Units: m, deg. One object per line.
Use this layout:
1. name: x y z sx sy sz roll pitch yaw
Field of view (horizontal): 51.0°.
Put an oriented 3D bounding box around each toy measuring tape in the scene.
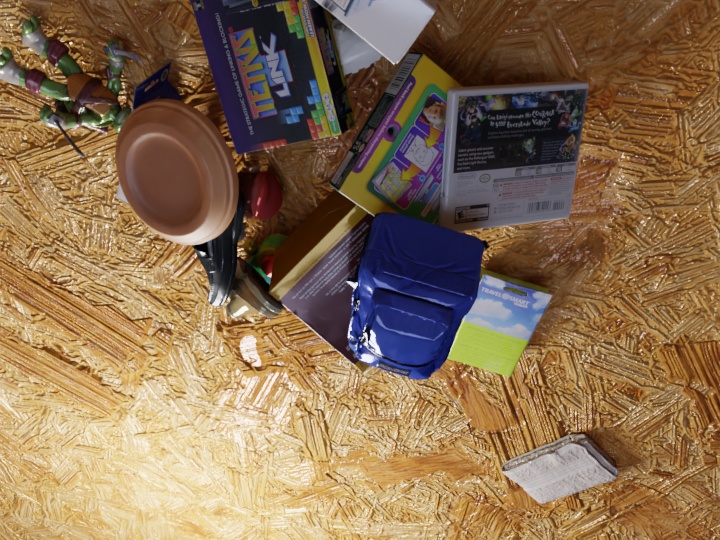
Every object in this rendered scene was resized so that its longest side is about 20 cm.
1. toy measuring tape: -0.099 -0.008 1.229 0.196 0.074 0.074 24 132 -3

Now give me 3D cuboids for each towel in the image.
1. towel: 0.389 0.391 1.470 0.132 0.035 0.199 41 127 -19

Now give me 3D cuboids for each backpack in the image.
1. backpack: 0.055 0.051 0.975 0.159 0.170 0.202 20 146 3

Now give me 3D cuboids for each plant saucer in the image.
1. plant saucer: -0.257 -0.127 1.023 0.195 0.037 0.205 11 118 21

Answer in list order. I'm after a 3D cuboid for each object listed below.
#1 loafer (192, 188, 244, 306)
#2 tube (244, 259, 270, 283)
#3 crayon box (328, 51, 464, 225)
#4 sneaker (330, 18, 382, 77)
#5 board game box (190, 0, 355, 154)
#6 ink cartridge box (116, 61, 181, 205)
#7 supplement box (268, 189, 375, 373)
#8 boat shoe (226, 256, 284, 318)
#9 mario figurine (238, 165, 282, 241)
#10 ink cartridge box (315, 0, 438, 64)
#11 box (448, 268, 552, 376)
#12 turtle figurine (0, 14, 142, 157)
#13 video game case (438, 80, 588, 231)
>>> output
1. loafer: -0.214 -0.035 1.112 0.068 0.069 0.204 4 126 -14
2. tube: -0.113 0.033 1.290 0.195 0.051 0.078 16 143 -5
3. crayon box: 0.083 -0.149 0.993 0.171 0.058 0.202 31 95 -25
4. sneaker: -0.054 -0.294 0.980 0.195 0.077 0.082 -8 118 19
5. board game box: -0.109 -0.262 0.951 0.161 0.057 0.205 -7 111 25
6. ink cartridge box: -0.307 -0.197 1.105 0.036 0.095 0.202 26 131 3
7. supplement box: 0.000 0.000 1.135 0.199 0.134 0.197 41 109 -20
8. boat shoe: -0.173 0.044 1.165 0.071 0.200 0.077 41 87 -24
9. mario figurine: -0.215 -0.124 1.147 0.195 0.107 0.125 11 130 -18
10. ink cartridge box: -0.005 -0.354 0.862 0.198 0.148 0.086 33 128 -15
11. box: 0.226 0.081 1.239 0.119 0.048 0.203 16 131 0
12. turtle figurine: -0.395 -0.270 1.036 0.191 0.200 0.146 30 101 -6
13. video game case: 0.197 -0.148 0.980 0.195 0.023 0.186 -7 116 -18
